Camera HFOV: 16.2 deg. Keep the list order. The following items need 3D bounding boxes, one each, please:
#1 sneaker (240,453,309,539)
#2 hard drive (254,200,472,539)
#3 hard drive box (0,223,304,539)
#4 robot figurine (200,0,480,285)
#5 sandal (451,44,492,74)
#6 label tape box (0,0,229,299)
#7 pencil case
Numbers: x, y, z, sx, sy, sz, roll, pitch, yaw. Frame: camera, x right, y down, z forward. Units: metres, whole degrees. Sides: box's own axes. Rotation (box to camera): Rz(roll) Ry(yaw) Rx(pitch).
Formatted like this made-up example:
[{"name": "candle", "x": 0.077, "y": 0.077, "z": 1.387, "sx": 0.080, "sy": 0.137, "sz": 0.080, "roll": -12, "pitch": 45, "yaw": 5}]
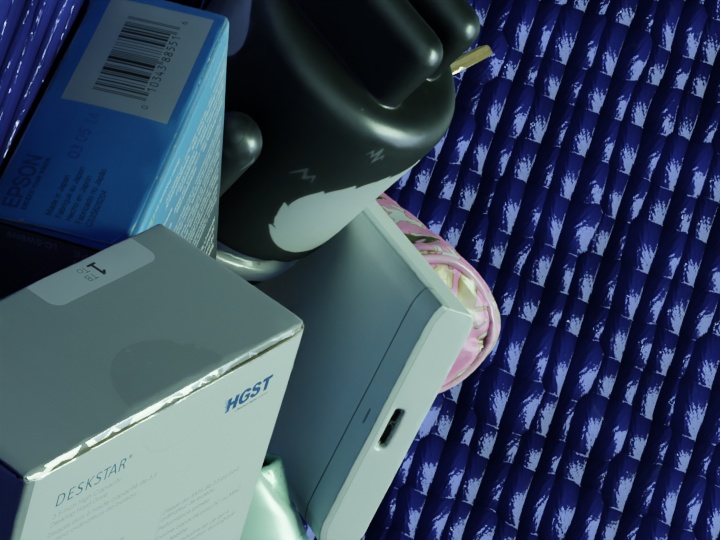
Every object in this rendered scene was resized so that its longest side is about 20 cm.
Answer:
[{"name": "sneaker", "x": -0.120, "y": 0.142, "z": 1.213, "sx": 0.074, "sy": 0.200, "sz": 0.118, "roll": -96, "pitch": 176, "yaw": -83}, {"name": "hard drive", "x": -0.020, "y": 0.029, "z": 1.261, "sx": 0.132, "sy": 0.027, "sz": 0.200, "roll": -63, "pitch": -149, "yaw": 17}, {"name": "hard drive box", "x": -0.116, "y": 0.104, "z": 0.937, "sx": 0.156, "sy": 0.077, "sz": 0.200, "roll": -28, "pitch": 144, "yaw": -49}, {"name": "robot figurine", "x": -0.034, "y": -0.075, "z": 1.202, "sx": 0.200, "sy": 0.150, "sz": 0.125, "roll": -40, "pitch": -129, "yaw": 35}, {"name": "sandal", "x": -0.036, "y": -0.107, "z": 1.420, "sx": 0.078, "sy": 0.211, "sz": 0.070, "roll": -60, "pitch": 125, "yaw": -82}, {"name": "label tape box", "x": -0.106, "y": 0.005, "z": 1.073, "sx": 0.200, "sy": 0.063, "sz": 0.144, "roll": 97, "pitch": 10, "yaw": -47}, {"name": "pencil case", "x": 0.000, "y": 0.000, "z": 1.361, "sx": 0.086, "sy": 0.083, "sz": 0.200, "roll": -39, "pitch": -151, "yaw": -7}]
